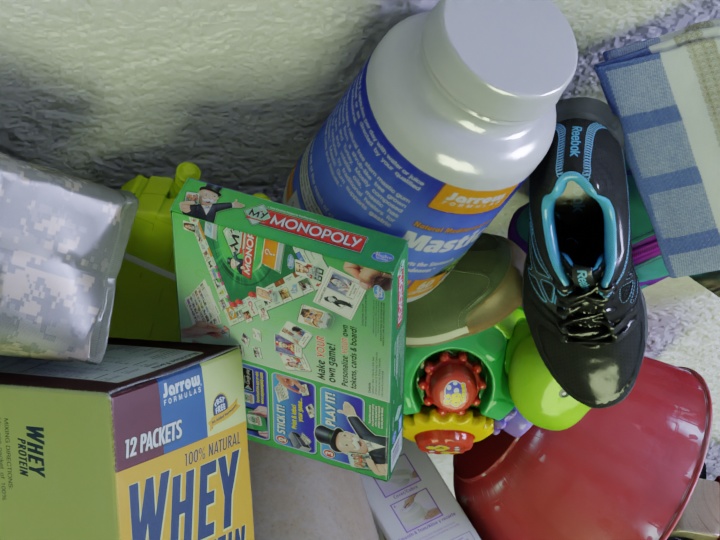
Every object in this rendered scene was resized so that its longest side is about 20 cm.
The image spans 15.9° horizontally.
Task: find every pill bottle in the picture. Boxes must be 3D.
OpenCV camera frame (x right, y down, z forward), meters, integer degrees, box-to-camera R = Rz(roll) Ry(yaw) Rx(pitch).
[{"bbox_3d":[0.041,-0.075,1.446,0.112,0.112,0.200,8,147,-22],"label":"pill bottle"}]

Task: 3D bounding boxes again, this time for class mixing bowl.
[{"bbox_3d":[0.133,0.127,1.747,0.108,0.200,0.200,32,136,-17],"label":"mixing bowl"}]

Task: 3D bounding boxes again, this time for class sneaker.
[{"bbox_3d":[0.000,0.000,1.575,0.200,0.067,0.090,-6,151,36],"label":"sneaker"},{"bbox_3d":[0.124,0.004,1.487,0.073,0.082,0.200,-5,121,10],"label":"sneaker"}]

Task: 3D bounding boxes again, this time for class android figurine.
[{"bbox_3d":[-0.101,0.010,1.561,0.182,0.041,0.200,22,141,4],"label":"android figurine"}]

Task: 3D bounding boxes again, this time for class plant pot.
[{"bbox_3d":[-0.066,0.177,1.679,0.200,0.184,0.201,-7,158,-3],"label":"plant pot"}]

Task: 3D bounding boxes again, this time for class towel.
[{"bbox_3d":[0.242,-0.081,1.448,0.200,0.147,0.024,-14,-166,30],"label":"towel"}]

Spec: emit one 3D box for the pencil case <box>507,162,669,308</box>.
[{"bbox_3d":[0.188,-0.037,1.551,0.200,0.093,0.085,-26,118,31],"label":"pencil case"}]

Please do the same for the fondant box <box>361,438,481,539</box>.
[{"bbox_3d":[0.036,0.186,1.778,0.058,0.200,0.144,-26,147,-12],"label":"fondant box"}]

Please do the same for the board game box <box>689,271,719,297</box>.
[{"bbox_3d":[0.294,-0.041,1.628,0.200,0.028,0.135,-26,143,30],"label":"board game box"}]

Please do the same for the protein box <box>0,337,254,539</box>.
[{"bbox_3d":[-0.181,0.146,1.514,0.200,0.199,0.135,3,-169,31],"label":"protein box"}]

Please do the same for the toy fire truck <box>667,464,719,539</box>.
[{"bbox_3d":[0.298,0.215,1.986,0.199,0.129,0.176,10,147,-8],"label":"toy fire truck"}]

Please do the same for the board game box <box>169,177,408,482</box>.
[{"bbox_3d":[-0.040,0.038,1.506,0.134,0.029,0.200,17,142,12],"label":"board game box"}]

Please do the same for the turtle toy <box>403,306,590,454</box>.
[{"bbox_3d":[0.072,0.062,1.654,0.200,0.101,0.146,-14,157,36],"label":"turtle toy"}]

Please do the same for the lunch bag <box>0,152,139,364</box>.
[{"bbox_3d":[-0.251,-0.019,1.471,0.164,0.118,0.200,17,173,-39],"label":"lunch bag"}]
